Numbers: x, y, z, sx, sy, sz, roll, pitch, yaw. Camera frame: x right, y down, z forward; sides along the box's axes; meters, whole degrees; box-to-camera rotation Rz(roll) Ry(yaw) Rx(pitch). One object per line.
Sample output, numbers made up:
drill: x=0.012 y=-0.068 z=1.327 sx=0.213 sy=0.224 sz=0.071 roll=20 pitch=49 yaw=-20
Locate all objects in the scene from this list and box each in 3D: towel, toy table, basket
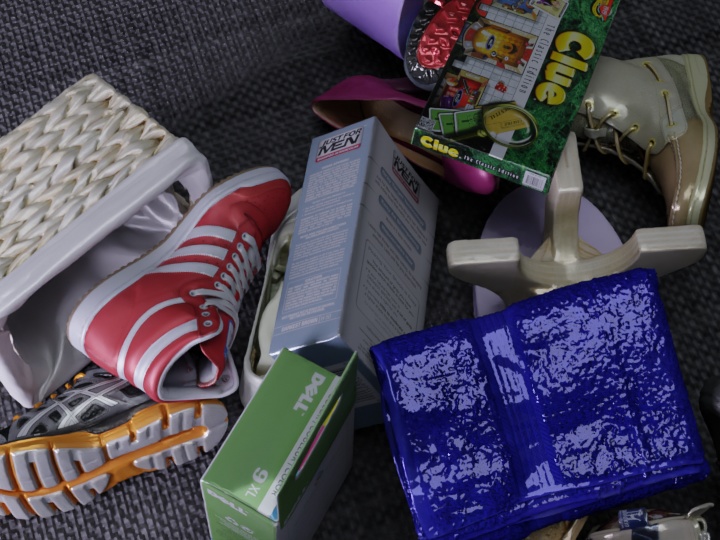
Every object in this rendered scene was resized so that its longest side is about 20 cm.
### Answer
towel: x=0.115 y=0.093 z=0.859 sx=0.197 sy=0.050 sz=0.150 roll=-16 pitch=89 yaw=-3
toy table: x=0.148 y=0.004 z=0.978 sx=0.181 sy=0.117 sz=0.202 roll=-14 pitch=65 yaw=-8
basket: x=-0.215 y=-0.026 z=0.977 sx=0.200 sy=0.136 sz=0.123 roll=-40 pitch=66 yaw=-20

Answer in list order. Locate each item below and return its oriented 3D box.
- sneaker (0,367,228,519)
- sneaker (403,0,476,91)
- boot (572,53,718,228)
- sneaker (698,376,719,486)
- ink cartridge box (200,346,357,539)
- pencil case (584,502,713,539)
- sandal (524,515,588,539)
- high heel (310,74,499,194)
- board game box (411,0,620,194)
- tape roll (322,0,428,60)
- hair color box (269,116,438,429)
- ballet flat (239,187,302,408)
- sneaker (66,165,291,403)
sneaker: x=-0.195 y=0.112 z=0.946 sx=0.197 sy=0.079 sz=0.078 roll=-15 pitch=51 yaw=-13
sneaker: x=0.103 y=-0.186 z=1.080 sx=0.079 sy=0.096 sz=0.200 roll=39 pitch=54 yaw=15
boot: x=0.197 y=-0.105 z=1.045 sx=0.152 sy=0.073 sz=0.201 roll=7 pitch=44 yaw=3
sneaker: x=0.263 y=0.173 z=0.881 sx=0.116 sy=0.076 sz=0.200 roll=-45 pitch=108 yaw=-11
ink cartridge box: x=-0.051 y=0.122 z=0.866 sx=0.059 sy=0.201 sz=0.104 roll=27 pitch=65 yaw=11
pencil case: x=0.202 y=0.253 z=0.857 sx=0.077 sy=0.089 sz=0.203 roll=3 pitch=69 yaw=-36
sandal: x=0.115 y=0.176 z=0.913 sx=0.069 sy=0.078 sz=0.214 roll=20 pitch=70 yaw=7
high heel: x=0.034 y=-0.098 z=1.022 sx=0.095 sy=0.068 sz=0.200 roll=-13 pitch=25 yaw=-15
board game box: x=0.118 y=-0.150 z=0.982 sx=0.104 sy=0.024 sz=0.201 roll=21 pitch=56 yaw=5
tape roll: x=0.058 y=-0.274 z=1.069 sx=0.085 sy=0.201 sz=0.200 roll=35 pitch=67 yaw=17
hair color box: x=0.000 y=0.000 z=0.958 sx=0.060 sy=0.099 sz=0.202 roll=-16 pitch=45 yaw=28
ballet flat: x=-0.046 y=0.012 z=0.998 sx=0.068 sy=0.070 sz=0.202 roll=12 pitch=63 yaw=5
sneaker: x=-0.097 y=0.013 z=0.940 sx=0.112 sy=0.072 sz=0.200 roll=33 pitch=63 yaw=33
